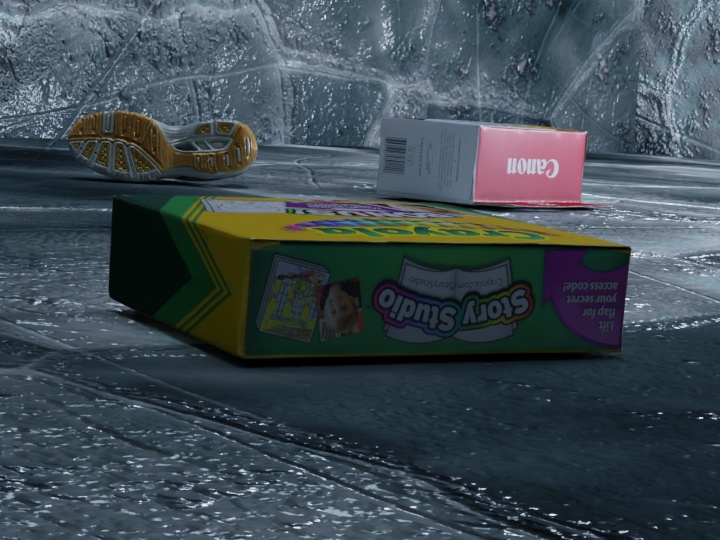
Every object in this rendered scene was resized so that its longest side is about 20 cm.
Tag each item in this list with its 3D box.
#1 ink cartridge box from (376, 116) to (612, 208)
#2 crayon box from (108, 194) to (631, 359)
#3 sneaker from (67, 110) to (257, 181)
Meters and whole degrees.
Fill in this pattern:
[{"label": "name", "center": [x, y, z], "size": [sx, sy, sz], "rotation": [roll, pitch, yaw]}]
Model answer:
[{"label": "ink cartridge box", "center": [0.147, -0.113, 1.820], "size": [0.175, 0.084, 0.200], "rotation": [9, 8, 39]}, {"label": "crayon box", "center": [0.000, 0.000, 0.841], "size": [0.199, 0.059, 0.172], "rotation": [0, 7, -28]}, {"label": "sneaker", "center": [-0.211, -0.121, 1.845], "size": [0.199, 0.076, 0.088], "rotation": [5, -10, -4]}]
